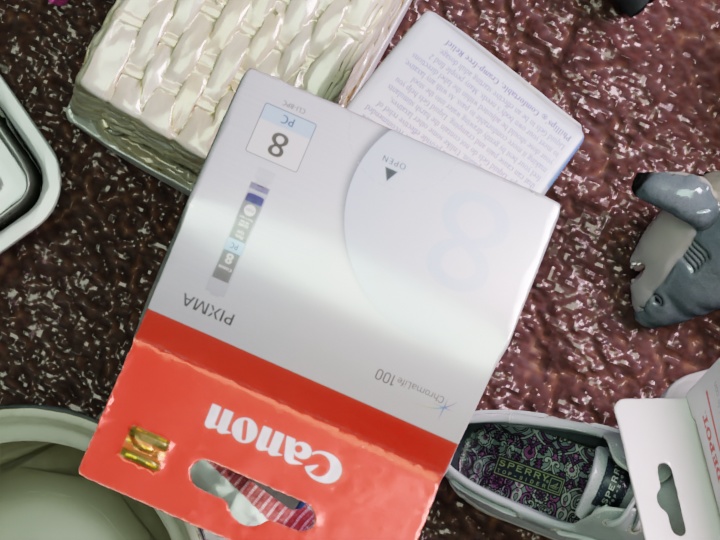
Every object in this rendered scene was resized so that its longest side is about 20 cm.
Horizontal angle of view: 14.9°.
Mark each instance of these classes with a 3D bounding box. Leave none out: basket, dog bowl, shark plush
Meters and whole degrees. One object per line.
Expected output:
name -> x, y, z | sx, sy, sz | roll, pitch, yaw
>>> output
basket -> -0.054, -0.139, 1.442 | 0.135, 0.123, 0.201 | 30, 84, 1
dog bowl -> -0.165, 0.168, 1.423 | 0.199, 0.074, 0.202 | 0, 91, 8
shark plush -> 0.233, -0.011, 1.435 | 0.199, 0.091, 0.084 | 0, 92, 23

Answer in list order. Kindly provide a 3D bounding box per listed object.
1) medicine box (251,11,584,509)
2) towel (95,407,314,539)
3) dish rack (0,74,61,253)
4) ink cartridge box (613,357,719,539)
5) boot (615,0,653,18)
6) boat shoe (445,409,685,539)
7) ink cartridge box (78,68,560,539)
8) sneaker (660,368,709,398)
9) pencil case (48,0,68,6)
medicine box -> 0.000, 0.000, 1.382 | 0.103, 0.182, 0.200 | 37, 72, 2
towel -> -0.074, 0.110, 1.469 | 0.144, 0.023, 0.200 | 42, 85, 4
dish rack -> -0.275, -0.049, 1.470 | 0.200, 0.044, 0.172 | -36, 85, -4
ink cartridge box -> 0.237, 0.097, 1.364 | 0.199, 0.068, 0.117 | -2, 63, -20
boot -> 0.165, -0.259, 1.481 | 0.200, 0.076, 0.168 | -39, 90, 2
boat shoe -> 0.128, 0.117, 1.413 | 0.200, 0.071, 0.070 | 13, 82, 25
ink cartridge box -> -0.018, 0.029, 1.250 | 0.159, 0.047, 0.201 | 24, 70, -3
sneaker -> 0.246, 0.113, 1.433 | 0.199, 0.075, 0.100 | 23, 49, 2
pencil case -> -0.180, -0.248, 1.472 | 0.088, 0.088, 0.201 | -30, 85, -4
